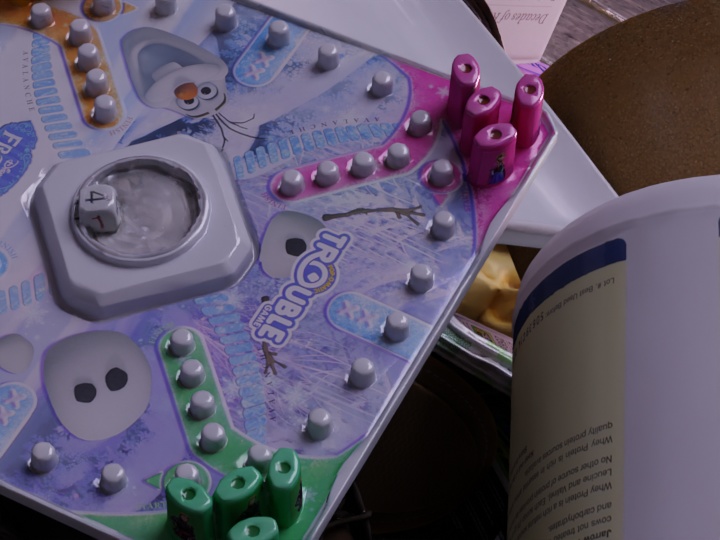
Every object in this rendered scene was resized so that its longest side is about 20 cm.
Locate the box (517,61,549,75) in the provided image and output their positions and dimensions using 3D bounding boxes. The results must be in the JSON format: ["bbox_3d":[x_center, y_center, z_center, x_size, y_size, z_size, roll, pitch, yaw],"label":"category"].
[{"bbox_3d":[0.134,-0.021,1.171,0.175,0.097,0.200,16,23,-41],"label":"box"}]

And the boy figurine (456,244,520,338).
[{"bbox_3d":[0.041,-0.011,1.044,0.200,0.065,0.124,41,13,32],"label":"boy figurine"}]

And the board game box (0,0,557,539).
[{"bbox_3d":[-0.067,-0.019,0.665,0.199,0.026,0.200,22,55,17],"label":"board game box"}]

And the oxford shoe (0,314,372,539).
[{"bbox_3d":[-0.026,0.084,0.644,0.200,0.085,0.073,41,18,19],"label":"oxford shoe"}]

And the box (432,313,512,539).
[{"bbox_3d":[0.074,0.087,0.886,0.110,0.035,0.200,24,20,-27],"label":"box"}]

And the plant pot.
[{"bbox_3d":[0.159,0.025,0.871,0.186,0.186,0.201,21,42,-32],"label":"plant pot"}]

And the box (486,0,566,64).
[{"bbox_3d":[-0.008,-0.210,1.118,0.199,0.131,0.199,-5,38,-45],"label":"box"}]

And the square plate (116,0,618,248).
[{"bbox_3d":[-0.012,-0.075,0.808,0.199,0.029,0.198,3,41,-44],"label":"square plate"}]

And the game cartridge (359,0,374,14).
[{"bbox_3d":[-0.110,-0.136,0.918,0.199,0.033,0.177,-10,58,-17],"label":"game cartridge"}]

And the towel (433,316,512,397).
[{"bbox_3d":[0.000,0.000,0.825,0.199,0.023,0.153,31,0,-5],"label":"towel"}]

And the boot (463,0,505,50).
[{"bbox_3d":[0.031,-0.095,1.033,0.200,0.075,0.097,44,-5,-30],"label":"boot"}]

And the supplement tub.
[{"bbox_3d":[0.115,0.089,0.660,0.144,0.145,0.201,23,53,-27],"label":"supplement tub"}]

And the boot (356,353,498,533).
[{"bbox_3d":[-0.050,0.016,0.809,0.199,0.074,0.155,27,11,-36],"label":"boot"}]
